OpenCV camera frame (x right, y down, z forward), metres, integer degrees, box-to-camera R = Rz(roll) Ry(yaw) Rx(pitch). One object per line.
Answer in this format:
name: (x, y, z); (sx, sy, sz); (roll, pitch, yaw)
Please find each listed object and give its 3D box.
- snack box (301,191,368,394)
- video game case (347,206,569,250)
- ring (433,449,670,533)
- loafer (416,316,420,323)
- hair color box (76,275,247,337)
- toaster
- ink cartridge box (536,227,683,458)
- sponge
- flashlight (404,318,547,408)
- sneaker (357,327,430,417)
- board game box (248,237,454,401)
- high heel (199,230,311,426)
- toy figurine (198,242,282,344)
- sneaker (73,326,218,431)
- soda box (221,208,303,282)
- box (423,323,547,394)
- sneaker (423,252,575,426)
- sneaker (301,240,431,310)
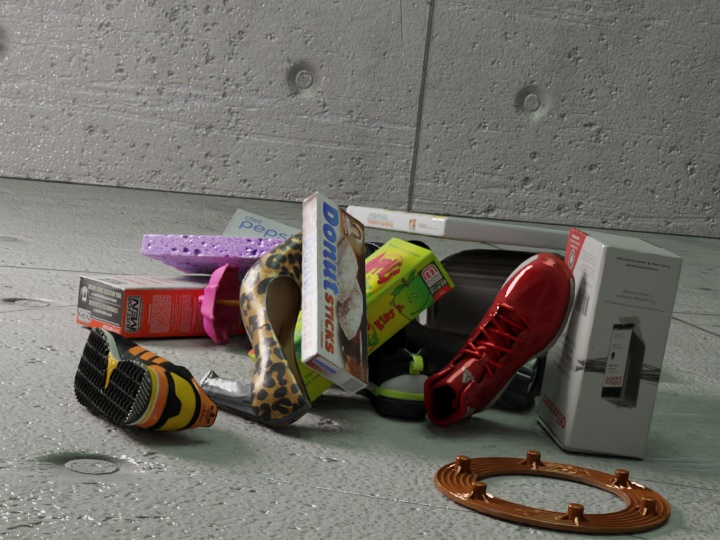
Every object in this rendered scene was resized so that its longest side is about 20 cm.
snack box: (-0.025, 0.019, 1.479); (0.024, 0.201, 0.072); (-31, -48, 31)
video game case: (0.115, -0.045, 1.680); (0.199, 0.023, 0.182); (6, 3, -35)
ring: (0.161, 0.181, 1.284); (0.199, 0.019, 0.200); (7, 8, -1)
loafer: (-0.023, 0.050, 1.863); (0.199, 0.072, 0.063); (11, 42, -14)
hair color box: (-0.230, 0.042, 1.835); (0.199, 0.062, 0.101); (1, 8, -42)
toaster: (0.156, 0.036, 1.728); (0.128, 0.115, 0.200); (6, 11, 22)
ink cartridge box: (0.242, 0.069, 1.506); (0.082, 0.202, 0.147); (9, 8, -7)
sponge: (-0.152, -0.016, 1.841); (0.199, 0.030, 0.111); (4, -12, 25)
flashlight: (0.102, 0.086, 1.649); (0.199, 0.068, 0.068); (20, -32, 23)
sneaker: (0.035, 0.093, 1.586); (0.071, 0.083, 0.200); (4, 8, -19)
board game box: (-0.011, 0.050, 1.557); (0.200, 0.048, 0.102); (-39, 20, -11)
high heel: (-0.061, 0.055, 1.459); (0.142, 0.201, 0.071); (10, -24, 45)
toy figurine: (-0.096, 0.047, 1.747); (0.199, 0.151, 0.183); (28, -16, -36)
sneaker: (-0.197, 0.108, 1.396); (0.090, 0.070, 0.200); (19, 1, -28)
soda box: (-0.079, -0.006, 1.932); (0.199, 0.064, 0.068); (20, 39, 6)
box: (0.154, 0.103, 1.784); (0.199, 0.039, 0.137); (9, 9, 15)
sneaker: (0.132, 0.079, 1.476); (0.078, 0.201, 0.115); (34, 26, 12)
sneaker: (0.000, 0.000, 1.657); (0.200, 0.080, 0.078); (-33, 24, -35)
